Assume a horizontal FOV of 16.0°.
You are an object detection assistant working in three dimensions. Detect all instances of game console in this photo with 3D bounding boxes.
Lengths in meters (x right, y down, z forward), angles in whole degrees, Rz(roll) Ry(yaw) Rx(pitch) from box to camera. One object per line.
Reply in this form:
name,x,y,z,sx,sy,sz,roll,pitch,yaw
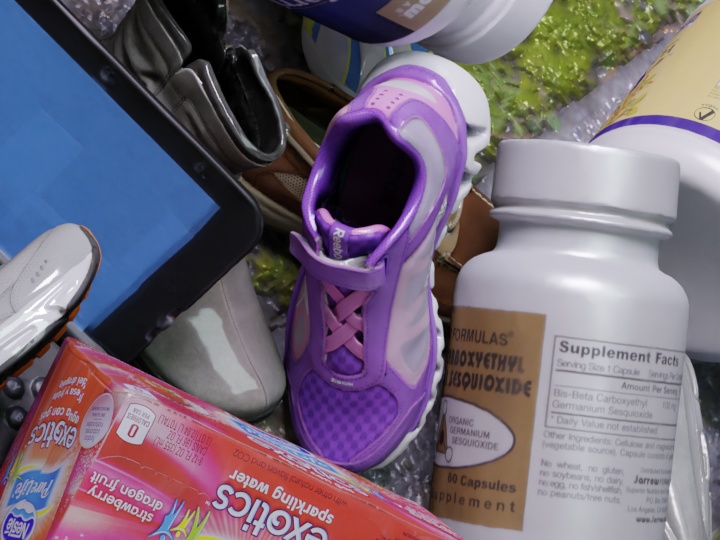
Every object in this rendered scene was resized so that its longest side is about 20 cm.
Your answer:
game console,-0.176,-0.018,1.111,0.200,0.119,0.173,45,53,-8

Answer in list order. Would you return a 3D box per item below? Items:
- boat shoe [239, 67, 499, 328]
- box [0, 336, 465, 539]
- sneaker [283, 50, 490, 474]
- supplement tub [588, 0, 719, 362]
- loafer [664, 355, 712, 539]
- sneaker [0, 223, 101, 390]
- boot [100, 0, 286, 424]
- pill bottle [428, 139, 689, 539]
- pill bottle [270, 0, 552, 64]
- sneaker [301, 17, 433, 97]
boat shoe,0.017,-0.035,1.263,0.199,0.074,0.076,26,48,-21
box,-0.055,0.120,1.107,0.199,0.095,0.100,27,91,-26
sneaker,0.000,0.000,1.181,0.080,0.201,0.088,15,13,15
supplement tub,0.209,-0.064,1.359,0.145,0.145,0.200,46,53,-7
loafer,0.151,0.119,1.290,0.070,0.070,0.201,8,75,-48
sneaker,-0.201,0.031,1.065,0.200,0.076,0.092,-37,88,-11
boot,-0.074,-0.032,1.173,0.068,0.131,0.201,-24,84,-38
pill bottle,0.097,0.043,1.223,0.114,0.114,0.201,8,88,-30
pill bottle,-0.005,-0.170,1.172,0.199,0.115,0.116,20,59,-40
sneaker,0.040,-0.174,1.323,0.076,0.105,0.201,36,55,-14
